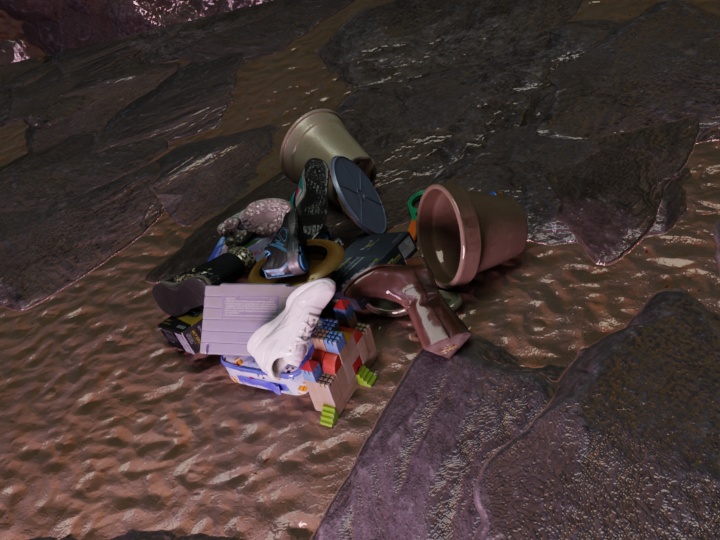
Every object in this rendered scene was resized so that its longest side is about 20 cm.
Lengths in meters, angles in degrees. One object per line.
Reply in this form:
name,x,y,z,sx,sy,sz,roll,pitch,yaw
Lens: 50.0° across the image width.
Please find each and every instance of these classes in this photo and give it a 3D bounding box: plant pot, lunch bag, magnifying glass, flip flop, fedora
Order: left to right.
lunch bag,-0.153,0.152,1.436,0.197,0.076,0.161,5,44,29
fedora,-0.118,0.014,1.485,0.197,0.083,0.202,-14,28,7
plant pot,-0.062,-0.254,1.840,0.199,0.202,0.183,-32,49,-20
flip flop,0.099,0.048,1.476,0.197,0.058,0.082,4,41,28
magnifying glass,0.130,-0.117,1.710,0.078,0.023,0.201,1,39,23
plant pot,0.224,-0.076,1.494,0.171,0.203,0.201,-8,33,-19

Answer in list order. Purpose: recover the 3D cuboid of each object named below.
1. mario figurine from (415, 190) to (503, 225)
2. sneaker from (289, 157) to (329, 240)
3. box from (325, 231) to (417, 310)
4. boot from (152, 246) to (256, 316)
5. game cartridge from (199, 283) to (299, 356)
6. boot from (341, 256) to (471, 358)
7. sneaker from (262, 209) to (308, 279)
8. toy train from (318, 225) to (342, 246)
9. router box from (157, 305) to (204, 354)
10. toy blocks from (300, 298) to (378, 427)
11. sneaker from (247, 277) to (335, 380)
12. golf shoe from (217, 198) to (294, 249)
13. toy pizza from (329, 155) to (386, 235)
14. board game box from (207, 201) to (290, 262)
mario figurine,0.213,-0.105,1.635,0.196,0.108,0.123,-10,-1,-8
sneaker,-0.113,-0.124,1.643,0.082,0.121,0.203,12,62,-6
box,0.000,0.000,1.550,0.156,0.051,0.200,-3,34,51
boot,-0.314,0.020,1.550,0.202,0.074,0.153,-13,18,46
game cartridge,-0.193,0.089,1.387,0.196,0.038,0.132,1,78,20
boot,0.083,0.079,1.385,0.183,0.065,0.202,-18,60,-15
sneaker,-0.145,-0.052,1.450,0.080,0.074,0.201,-17,27,5
toy train,-0.135,-0.025,1.650,0.198,0.088,0.114,-28,28,-10
router box,-0.304,0.092,1.529,0.156,0.053,0.199,-36,16,-23
toy blocks,-0.039,0.146,1.341,0.098,0.138,0.201,9,44,31
sneaker,-0.101,0.099,1.293,0.200,0.074,0.100,-47,59,17
golf shoe,-0.208,-0.115,1.613,0.197,0.079,0.097,-15,18,33
toy pizza,-0.010,-0.158,1.685,0.031,0.200,0.202,-29,31,23
board game box,-0.236,-0.063,1.696,0.197,0.042,0.201,-26,20,11
